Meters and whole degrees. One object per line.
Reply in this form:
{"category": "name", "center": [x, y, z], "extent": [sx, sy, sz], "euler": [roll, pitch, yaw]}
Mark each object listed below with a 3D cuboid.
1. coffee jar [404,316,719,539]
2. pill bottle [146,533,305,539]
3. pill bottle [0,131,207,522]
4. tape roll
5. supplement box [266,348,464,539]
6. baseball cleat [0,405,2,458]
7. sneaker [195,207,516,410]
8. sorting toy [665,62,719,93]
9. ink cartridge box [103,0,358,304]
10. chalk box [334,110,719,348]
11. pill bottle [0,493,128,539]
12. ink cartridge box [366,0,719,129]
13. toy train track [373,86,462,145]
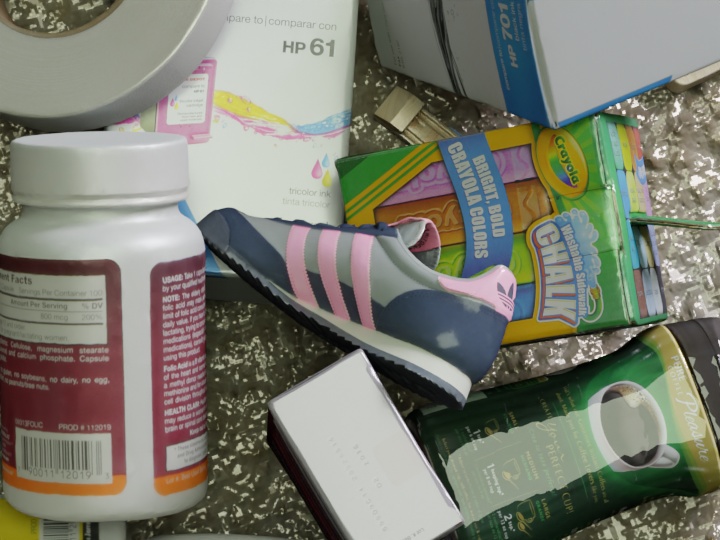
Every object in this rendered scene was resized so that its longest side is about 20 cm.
{"category": "coffee jar", "center": [0.133, 0.100, 1.403], "extent": [0.200, 0.085, 0.104], "euler": [-18, 83, -7]}
{"category": "pill bottle", "center": [-0.073, 0.251, 1.344], "extent": [0.112, 0.112, 0.200], "euler": [3, 79, -4]}
{"category": "pill bottle", "center": [-0.140, 0.028, 1.308], "extent": [0.114, 0.114, 0.200], "euler": [-1, 98, -5]}
{"category": "tape roll", "center": [-0.166, -0.180, 1.384], "extent": [0.203, 0.037, 0.203], "euler": [-3, 78, 16]}
{"category": "supplement box", "center": [-0.001, 0.115, 1.330], "extent": [0.061, 0.200, 0.109], "euler": [-30, 84, -8]}
{"category": "baseball cleat", "center": [-0.275, 0.087, 1.362], "extent": [0.200, 0.106, 0.070], "euler": [-20, 68, -13]}
{"category": "sneaker", "center": [0.000, 0.000, 1.306], "extent": [0.200, 0.070, 0.082], "euler": [30, 81, 31]}
{"category": "sorting toy", "center": [0.240, -0.244, 1.486], "extent": [0.199, 0.070, 0.200], "euler": [-25, 83, -9]}
{"category": "ink cartridge box", "center": [-0.079, -0.087, 1.422], "extent": [0.144, 0.085, 0.200], "euler": [4, 78, -3]}
{"category": "chalk box", "center": [0.104, -0.022, 1.368], "extent": [0.200, 0.125, 0.124], "euler": [-10, 88, 15]}
{"category": "pill bottle", "center": [-0.229, 0.180, 1.345], "extent": [0.200, 0.111, 0.111], "euler": [-1, 79, -5]}
{"category": "ink cartridge box", "center": [0.110, -0.158, 1.375], "extent": [0.146, 0.200, 0.086], "euler": [-23, 115, -21]}
{"category": "toy train track", "center": [0.093, -0.043, 1.454], "extent": [0.200, 0.033, 0.115], "euler": [39, 79, 4]}
